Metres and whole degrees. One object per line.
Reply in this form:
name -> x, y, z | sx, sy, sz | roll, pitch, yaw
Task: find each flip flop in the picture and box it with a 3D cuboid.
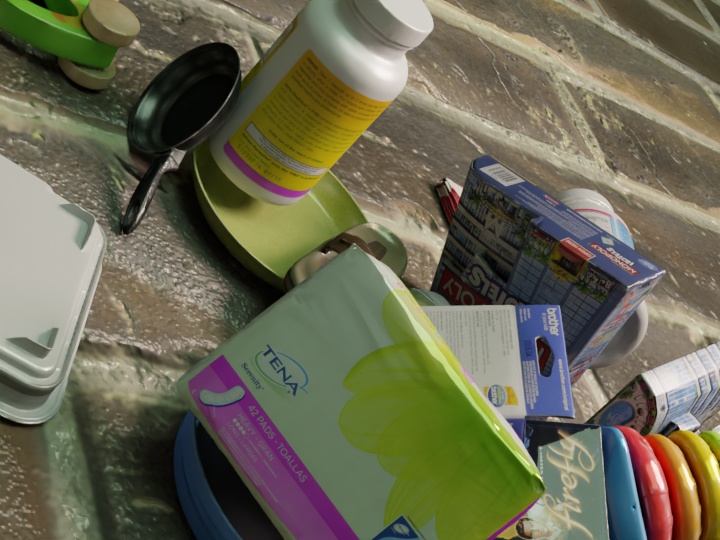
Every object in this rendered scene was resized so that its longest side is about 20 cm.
flip flop -> 0.000, 0.000, 1.040 | 0.081, 0.058, 0.200 | 46, 29, 0

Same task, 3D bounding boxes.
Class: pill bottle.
pill bottle -> 0.227, 0.001, 1.299 | 0.109, 0.109, 0.200 | 36, 29, -17
pill bottle -> -0.032, -0.152, 1.043 | 0.104, 0.200, 0.104 | 32, 33, -23

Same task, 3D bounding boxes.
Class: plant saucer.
plant saucer -> -0.069, -0.046, 1.100 | 0.200, 0.031, 0.200 | 33, 32, -23

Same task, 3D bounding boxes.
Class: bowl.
bowl -> -0.041, 0.153, 0.876 | 0.200, 0.039, 0.201 | 32, 32, -23

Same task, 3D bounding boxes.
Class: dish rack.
dish rack -> -0.243, -0.011, 0.818 | 0.171, 0.044, 0.200 | 33, 31, -20

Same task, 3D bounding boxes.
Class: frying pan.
frying pan -> -0.137, -0.112, 1.018 | 0.031, 0.115, 0.190 | 46, 24, -40

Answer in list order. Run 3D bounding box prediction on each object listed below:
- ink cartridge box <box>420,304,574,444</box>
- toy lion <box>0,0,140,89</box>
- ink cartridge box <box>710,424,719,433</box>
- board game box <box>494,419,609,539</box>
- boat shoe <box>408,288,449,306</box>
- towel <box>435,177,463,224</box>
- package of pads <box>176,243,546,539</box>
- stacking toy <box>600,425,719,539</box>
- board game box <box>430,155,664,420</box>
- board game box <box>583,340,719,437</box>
ink cartridge box -> 0.043, 0.074, 0.886 | 0.199, 0.042, 0.120 | -3, 37, 4
toy lion -> -0.282, -0.262, 1.073 | 0.191, 0.069, 0.200 | 21, 37, -25
ink cartridge box -> 0.335, 0.220, 1.106 | 0.084, 0.200, 0.145 | -22, 66, -22
board game box -> 0.098, 0.194, 0.851 | 0.135, 0.035, 0.201 | 5, 56, -4
boat shoe -> 0.060, 0.067, 1.058 | 0.062, 0.072, 0.200 | 10, 14, -23
towel -> 0.162, -0.008, 1.360 | 0.144, 0.023, 0.200 | 19, 39, -41
package of pads -> 0.002, 0.102, 0.796 | 0.200, 0.154, 0.068 | 51, -5, 10
stacking toy -> 0.264, 0.158, 0.949 | 0.199, 0.110, 0.116 | -10, 83, -9
board game box -> 0.138, 0.036, 1.122 | 0.062, 0.200, 0.200 | -18, 45, -44
board game box -> 0.228, 0.154, 1.110 | 0.200, 0.200, 0.062 | -16, 63, -42
